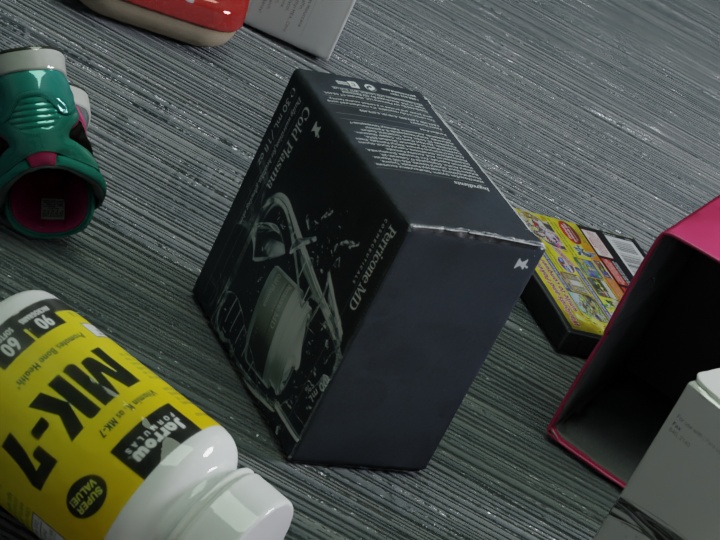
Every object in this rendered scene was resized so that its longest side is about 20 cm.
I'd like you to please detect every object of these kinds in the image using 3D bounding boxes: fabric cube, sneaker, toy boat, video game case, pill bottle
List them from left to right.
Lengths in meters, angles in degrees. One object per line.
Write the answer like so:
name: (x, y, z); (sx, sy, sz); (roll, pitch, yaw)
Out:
sneaker: (-0.227, -0.081, 1.494); (0.083, 0.121, 0.200); (-8, -9, -1)
pill bottle: (-0.143, 0.111, 1.170); (0.200, 0.115, 0.114); (36, 26, 16)
toy boat: (-0.186, -0.299, 1.887); (0.199, 0.131, 0.131); (16, 27, -26)
video game case: (0.211, 0.019, 1.825); (0.180, 0.026, 0.200); (13, 30, -31)
fabric cube: (0.298, 0.077, 1.594); (0.196, 0.201, 0.199); (34, 25, 15)

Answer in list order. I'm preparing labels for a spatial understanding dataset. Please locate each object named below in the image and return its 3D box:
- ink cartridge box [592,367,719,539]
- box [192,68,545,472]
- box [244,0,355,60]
ink cartridge box: (0.233, 0.166, 1.355); (0.086, 0.200, 0.146); (42, 28, 28)
box: (0.000, 0.000, 1.429); (0.124, 0.201, 0.197); (7, 32, -35)
box: (-0.041, -0.349, 2.055); (0.130, 0.201, 0.199); (24, 25, -5)
